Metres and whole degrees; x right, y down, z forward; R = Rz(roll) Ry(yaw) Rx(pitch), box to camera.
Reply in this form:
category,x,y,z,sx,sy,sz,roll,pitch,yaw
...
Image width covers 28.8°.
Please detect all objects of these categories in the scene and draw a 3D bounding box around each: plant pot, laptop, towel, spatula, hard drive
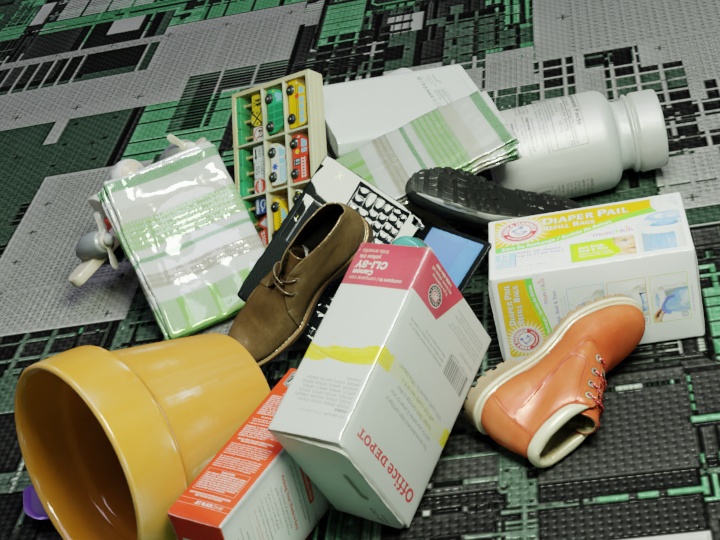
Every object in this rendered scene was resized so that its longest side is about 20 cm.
category,x,y,z,sx,sy,sz,roll,pitch,yaw
plant pot,-0.182,0.146,1.267,0.182,0.203,0.199,-24,30,-37
laptop,0.000,0.000,1.418,0.199,0.103,0.178,33,83,3
towel,0.069,-0.121,1.545,0.198,0.031,0.150,-26,32,2
spatula,-0.226,0.201,1.351,0.197,0.021,0.057,-17,30,-5
hard drive,0.048,-0.193,1.675,0.197,0.027,0.132,-12,39,-14
towel,-0.191,-0.036,1.577,0.148,0.031,0.202,-24,73,-13

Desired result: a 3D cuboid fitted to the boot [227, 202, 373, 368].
category,x,y,z,sx,sy,sz,roll,pitch,yaw
boot,-0.074,0.012,1.396,0.073,0.075,0.201,40,90,25

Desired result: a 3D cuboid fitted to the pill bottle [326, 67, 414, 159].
category,x,y,z,sx,sy,sz,roll,pitch,yaw
pill bottle,-0.007,-0.171,1.761,0.199,0.115,0.113,-30,34,-23

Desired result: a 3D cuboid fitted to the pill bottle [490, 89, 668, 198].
category,x,y,z,sx,sy,sz,roll,pitch,yaw
pill bottle,0.245,-0.143,1.606,0.197,0.116,0.115,-12,31,4

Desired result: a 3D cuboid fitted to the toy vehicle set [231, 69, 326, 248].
category,x,y,z,sx,sy,sz,roll,pitch,yaw
toy vehicle set,-0.094,-0.123,1.647,0.123,0.203,0.026,-13,-15,36

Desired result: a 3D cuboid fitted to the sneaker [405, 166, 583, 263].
category,x,y,z,sx,sy,sz,roll,pitch,yaw
sneaker,0.135,-0.040,1.467,0.197,0.088,0.076,16,32,-6

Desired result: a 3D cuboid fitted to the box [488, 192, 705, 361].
category,x,y,z,sx,sy,sz,roll,pitch,yaw
box,0.229,0.007,1.385,0.197,0.102,0.113,-9,31,9

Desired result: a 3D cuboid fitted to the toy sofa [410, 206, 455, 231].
category,x,y,z,sx,sy,sz,roll,pitch,yaw
toy sofa,0.084,-0.087,1.604,0.082,0.099,0.200,-28,33,-21

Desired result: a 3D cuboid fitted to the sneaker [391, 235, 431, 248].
category,x,y,z,sx,sy,sz,roll,pitch,yaw
sneaker,0.015,0.056,1.338,0.077,0.080,0.202,20,77,27

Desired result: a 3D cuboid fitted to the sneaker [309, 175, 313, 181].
category,x,y,z,sx,sy,sz,roll,pitch,yaw
sneaker,-0.069,-0.020,1.532,0.084,0.075,0.202,-4,57,22

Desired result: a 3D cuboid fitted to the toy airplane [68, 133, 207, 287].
category,x,y,z,sx,sy,sz,roll,pitch,yaw
toy airplane,-0.264,-0.077,1.692,0.197,0.142,0.201,-22,37,6

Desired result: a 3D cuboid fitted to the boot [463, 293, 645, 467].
category,x,y,z,sx,sy,sz,roll,pitch,yaw
boot,0.202,0.103,1.282,0.199,0.076,0.107,-36,39,-16

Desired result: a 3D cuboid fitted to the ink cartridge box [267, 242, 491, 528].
category,x,y,z,sx,sy,sz,roll,pitch,yaw
ink cartridge box,0.020,0.099,1.231,0.083,0.146,0.201,6,57,35

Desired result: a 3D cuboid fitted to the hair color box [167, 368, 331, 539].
category,x,y,z,sx,sy,sz,roll,pitch,yaw
hair color box,-0.078,0.188,1.230,0.061,0.103,0.200,8,37,32
